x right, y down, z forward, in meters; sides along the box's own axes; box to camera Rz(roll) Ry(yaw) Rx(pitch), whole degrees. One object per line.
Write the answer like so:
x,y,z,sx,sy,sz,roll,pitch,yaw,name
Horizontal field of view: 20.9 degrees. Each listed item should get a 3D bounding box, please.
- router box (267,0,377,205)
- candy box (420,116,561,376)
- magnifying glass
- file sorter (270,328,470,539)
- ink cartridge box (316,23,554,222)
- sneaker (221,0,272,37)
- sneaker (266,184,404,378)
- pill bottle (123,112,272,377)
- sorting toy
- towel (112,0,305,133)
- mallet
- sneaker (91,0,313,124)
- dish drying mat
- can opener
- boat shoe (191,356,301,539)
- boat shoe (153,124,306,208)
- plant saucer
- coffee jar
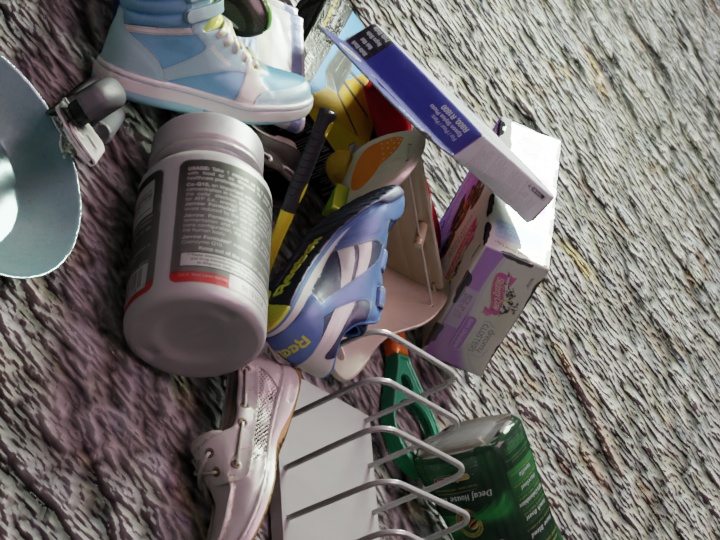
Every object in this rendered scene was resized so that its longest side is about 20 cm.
-0.028,-0.172,1.929,0.149,0.051,0.200,54,31,-23,router box
0.130,-0.024,1.948,0.071,0.168,0.200,21,42,-9,candy box
0.040,0.102,1.862,0.080,0.022,0.200,22,49,-51,magnifying glass
0.011,0.172,1.653,0.139,0.124,0.200,32,43,-44,file sorter
0.072,-0.149,1.822,0.200,0.041,0.200,33,13,-51,ink cartridge box
-0.171,-0.254,1.703,0.200,0.077,0.084,29,54,-8,sneaker
-0.015,0.007,1.642,0.082,0.074,0.200,48,56,-16,sneaker
-0.129,-0.024,1.586,0.114,0.114,0.200,39,38,-38,pill bottle
0.000,0.000,1.782,0.200,0.107,0.180,78,26,-45,sorting toy
-0.136,-0.209,1.762,0.200,0.024,0.147,18,52,-30,towel
-0.067,-0.043,1.651,0.041,0.200,0.066,24,14,15,mallet
-0.119,-0.199,1.656,0.200,0.131,0.080,6,20,-28,sneaker
0.045,-0.104,1.950,0.077,0.018,0.200,-59,137,-58,dish drying mat
-0.206,-0.121,1.527,0.053,0.066,0.200,58,2,-11,can opener
-0.104,0.153,1.549,0.069,0.071,0.200,24,51,-14,boat shoe
-0.107,-0.094,1.727,0.200,0.067,0.057,9,55,-60,boat shoe
-0.290,-0.080,1.445,0.201,0.039,0.201,37,39,-39,plant saucer
0.132,0.238,1.806,0.085,0.104,0.200,-40,109,-53,coffee jar
